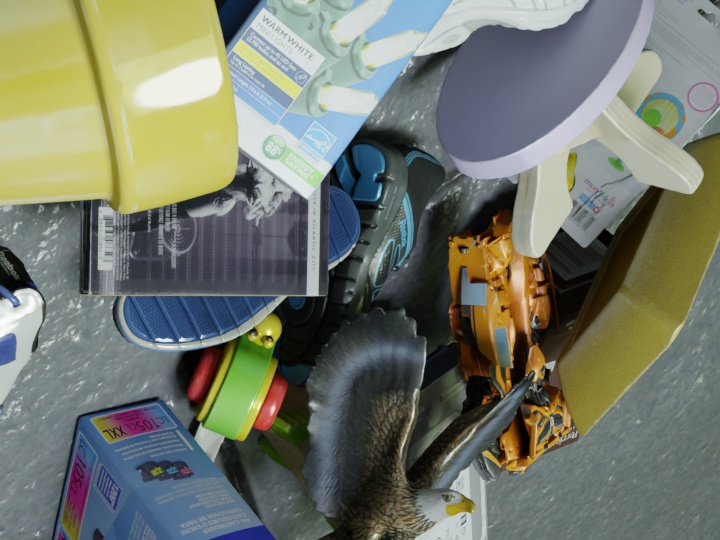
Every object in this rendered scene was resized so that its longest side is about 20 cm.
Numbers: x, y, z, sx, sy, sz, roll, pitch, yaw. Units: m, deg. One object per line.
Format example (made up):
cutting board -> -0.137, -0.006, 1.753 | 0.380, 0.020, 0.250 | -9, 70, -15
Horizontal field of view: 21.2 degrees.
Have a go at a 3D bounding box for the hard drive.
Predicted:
hard drive -> 0.047, 0.172, 1.485 | 0.140, 0.038, 0.201 | -31, 125, -47

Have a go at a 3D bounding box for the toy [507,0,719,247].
toy -> 0.200, -0.119, 1.442 | 0.200, 0.115, 0.047 | -44, 156, -3

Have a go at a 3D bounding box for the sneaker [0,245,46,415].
sneaker -> -0.259, 0.029, 1.153 | 0.115, 0.080, 0.199 | -53, 151, 4

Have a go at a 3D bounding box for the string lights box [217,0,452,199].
string lights box -> -0.019, -0.157, 1.169 | 0.103, 0.059, 0.200 | 36, 89, -25

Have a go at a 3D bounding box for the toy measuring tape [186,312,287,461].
toy measuring tape -> -0.104, 0.117, 1.392 | 0.073, 0.074, 0.201 | 0, 124, -46

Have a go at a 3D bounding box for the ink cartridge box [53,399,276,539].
ink cartridge box -> -0.130, 0.206, 1.345 | 0.076, 0.200, 0.137 | -14, 134, -37

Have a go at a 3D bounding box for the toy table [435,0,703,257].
toy table -> 0.146, -0.116, 1.343 | 0.200, 0.184, 0.117 | -46, 135, -12

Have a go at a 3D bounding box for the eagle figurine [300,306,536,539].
eagle figurine -> 0.032, 0.145, 1.355 | 0.152, 0.150, 0.201 | 58, 43, -66

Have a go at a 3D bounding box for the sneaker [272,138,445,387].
sneaker -> 0.000, 0.000, 1.385 | 0.082, 0.073, 0.201 | -2, 127, -47

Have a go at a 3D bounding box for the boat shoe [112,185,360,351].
boat shoe -> -0.090, 0.006, 1.287 | 0.199, 0.073, 0.072 | -24, -176, -36

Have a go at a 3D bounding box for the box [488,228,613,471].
box -> 0.153, 0.064, 1.606 | 0.100, 0.075, 0.201 | -18, 138, -36

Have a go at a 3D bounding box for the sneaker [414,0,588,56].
sneaker -> 0.088, -0.210, 1.267 | 0.199, 0.078, 0.100 | -22, 135, -31

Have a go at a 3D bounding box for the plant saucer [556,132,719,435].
plant saucer -> 0.213, 0.001, 1.441 | 0.201, 0.048, 0.200 | -62, 180, -30

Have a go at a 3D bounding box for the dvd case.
dvd case -> -0.094, -0.059, 1.212 | 0.199, 0.016, 0.150 | 1, 90, -45

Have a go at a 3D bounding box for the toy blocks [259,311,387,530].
toy blocks -> 0.006, 0.117, 1.503 | 0.137, 0.100, 0.200 | -49, 140, -17

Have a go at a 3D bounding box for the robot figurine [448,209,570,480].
robot figurine -> 0.115, 0.060, 1.468 | 0.145, 0.058, 0.201 | -28, 112, -58

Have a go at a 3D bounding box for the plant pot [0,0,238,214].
plant pot -> -0.182, -0.116, 0.998 | 0.188, 0.201, 0.201 | -16, 138, -12
